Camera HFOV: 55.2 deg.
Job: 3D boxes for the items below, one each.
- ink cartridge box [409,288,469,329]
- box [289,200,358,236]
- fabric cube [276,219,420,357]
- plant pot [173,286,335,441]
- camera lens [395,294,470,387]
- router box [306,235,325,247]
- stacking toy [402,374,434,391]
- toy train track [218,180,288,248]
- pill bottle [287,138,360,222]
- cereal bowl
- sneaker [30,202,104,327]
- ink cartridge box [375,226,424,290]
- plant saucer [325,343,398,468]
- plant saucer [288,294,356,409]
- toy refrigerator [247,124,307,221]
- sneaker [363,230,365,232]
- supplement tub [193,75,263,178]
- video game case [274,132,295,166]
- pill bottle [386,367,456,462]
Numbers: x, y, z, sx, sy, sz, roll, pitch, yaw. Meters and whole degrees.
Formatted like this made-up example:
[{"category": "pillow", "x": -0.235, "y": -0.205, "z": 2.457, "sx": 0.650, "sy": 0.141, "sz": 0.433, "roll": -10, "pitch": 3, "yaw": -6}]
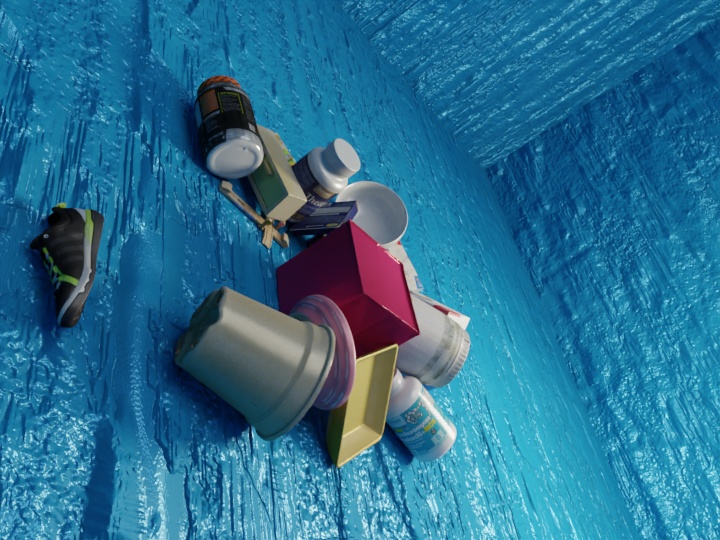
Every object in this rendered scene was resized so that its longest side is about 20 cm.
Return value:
[{"category": "ink cartridge box", "x": 0.150, "y": 0.107, "z": 1.713, "sx": 0.199, "sy": 0.086, "sz": 0.147, "roll": 28, "pitch": 5, "yaw": 30}, {"category": "box", "x": -0.083, "y": -0.118, "z": 1.608, "sx": 0.200, "sy": 0.120, "sz": 0.033, "roll": -61, "pitch": 146, "yaw": -65}, {"category": "fabric cube", "x": -0.027, "y": 0.060, "z": 1.386, "sx": 0.200, "sy": 0.199, "sz": 0.197, "roll": 38, "pitch": 29, "yaw": -40}, {"category": "plant pot", "x": -0.170, "y": 0.125, "z": 1.046, "sx": 0.183, "sy": 0.200, "sz": 0.201, "roll": 36, "pitch": 29, "yaw": -22}, {"category": "camera lens", "x": 0.118, "y": 0.149, "z": 1.511, "sx": 0.199, "sy": 0.160, "sz": 0.160, "roll": 30, "pitch": 30, "yaw": -16}, {"category": "router box", "x": -0.038, "y": 0.019, "z": 1.609, "sx": 0.200, "sy": 0.051, "sz": 0.150, "roll": 40, "pitch": 26, "yaw": -38}, {"category": "stacking toy", "x": 0.143, "y": 0.204, "z": 1.714, "sx": 0.200, "sy": 0.115, "sz": 0.110, "roll": -111, "pitch": -177, "yaw": -67}, {"category": "toy train track", "x": -0.214, "y": -0.121, "z": 1.447, "sx": 0.200, "sy": 0.032, "sz": 0.115, "roll": 43, "pitch": 27, "yaw": -31}, {"category": "pill bottle", "x": -0.099, "y": -0.200, "z": 1.517, "sx": 0.111, "sy": 0.200, "sz": 0.111, "roll": 35, "pitch": 37, "yaw": -32}, {"category": "cereal bowl", "x": 0.020, "y": -0.131, "z": 1.811, "sx": 0.199, "sy": 0.083, "sz": 0.201, "roll": 6, "pitch": 59, "yaw": -11}, {"category": "sneaker", "x": -0.396, "y": -0.010, "z": 0.910, "sx": 0.082, "sy": 0.072, "sz": 0.201, "roll": 15, "pitch": 41, "yaw": -25}, {"category": "ink cartridge box", "x": 0.086, "y": -0.021, "z": 1.901, "sx": 0.201, "sy": 0.067, "sz": 0.116, "roll": 63, "pitch": 22, "yaw": 11}, {"category": "plant saucer", "x": -0.003, "y": 0.242, "z": 1.291, "sx": 0.200, "sy": 0.048, "sz": 0.201, "roll": -7, "pitch": 108, "yaw": -64}, {"category": "plant saucer", "x": -0.083, "y": 0.144, "z": 1.198, "sx": 0.051, "sy": 0.201, "sz": 0.201, "roll": -6, "pitch": 63, "yaw": -35}, {"category": "toy refrigerator", "x": -0.197, "y": -0.211, "z": 1.477, "sx": 0.070, "sy": 0.076, "sz": 0.201, "roll": 13, "pitch": 45, "yaw": -55}, {"category": "sneaker", "x": 0.000, "y": 0.000, "z": 1.572, "sx": 0.100, "sy": 0.075, "sz": 0.200, "roll": -52, "pitch": 126, "yaw": -32}, {"category": "supplement tub", "x": -0.277, "y": -0.300, "z": 1.430, "sx": 0.122, "sy": 0.122, "sz": 0.201, "roll": 29, "pitch": 37, "yaw": -50}, {"category": "video game case", "x": -0.198, "y": -0.242, "z": 1.654, "sx": 0.182, "sy": 0.023, "sz": 0.200, "roll": 57, "pitch": 23, "yaw": -4}, {"category": "pill bottle", "x": 0.109, "y": 0.304, "z": 1.472, "sx": 0.200, "sy": 0.111, "sz": 0.111, "roll": 51, "pitch": 23, "yaw": -14}]
